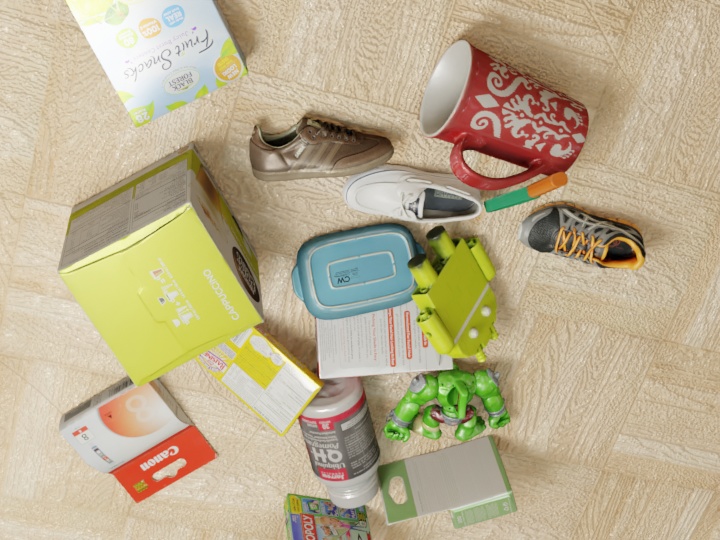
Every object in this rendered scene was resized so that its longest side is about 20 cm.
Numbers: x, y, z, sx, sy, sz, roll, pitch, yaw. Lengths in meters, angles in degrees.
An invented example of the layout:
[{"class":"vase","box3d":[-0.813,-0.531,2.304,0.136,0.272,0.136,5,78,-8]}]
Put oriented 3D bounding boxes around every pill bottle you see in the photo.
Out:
[{"class":"pill bottle","box3d":[-0.030,0.257,1.821,0.109,0.111,0.202,-14,118,0]}]

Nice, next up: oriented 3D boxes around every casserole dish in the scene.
[{"class":"casserole dish","box3d":[0.000,0.000,1.702,0.197,0.039,0.123,-11,88,-5]}]

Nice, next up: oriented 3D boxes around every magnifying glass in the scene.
[{"class":"magnifying glass","box3d":[0.228,-0.107,1.633,0.078,0.200,0.023,-15,90,-17]}]

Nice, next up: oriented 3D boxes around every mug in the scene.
[{"class":"mug","box3d":[0.189,-0.188,1.608,0.198,0.133,0.180,18,90,-21]}]

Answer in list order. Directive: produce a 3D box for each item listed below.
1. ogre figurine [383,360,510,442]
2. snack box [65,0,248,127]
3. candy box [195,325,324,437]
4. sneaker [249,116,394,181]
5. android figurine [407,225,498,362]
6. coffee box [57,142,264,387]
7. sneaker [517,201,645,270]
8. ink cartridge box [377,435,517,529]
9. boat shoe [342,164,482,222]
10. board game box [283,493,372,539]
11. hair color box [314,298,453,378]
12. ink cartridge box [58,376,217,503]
[{"class":"ogre figurine","box3d":[0.141,0.202,1.827,0.197,0.099,0.121,9,128,0]},{"class":"snack box","box3d":[-0.258,-0.310,1.522,0.167,0.068,0.202,-25,119,5]},{"class":"candy box","box3d":[-0.156,0.138,1.740,0.199,0.026,0.103,41,110,6]},{"class":"sneaker","box3d":[-0.053,-0.170,1.621,0.197,0.071,0.077,-9,117,-4]},{"class":"android figurine","box3d":[0.139,0.041,1.716,0.041,0.183,0.201,-7,125,42]},{"class":"coffee box","box3d":[-0.261,-0.009,1.602,0.198,0.198,0.201,-26,118,6]},{"class":"sneaker","box3d":[0.325,-0.045,1.735,0.197,0.078,0.079,5,118,-9]},{"class":"ink cartridge box","box3d":[0.131,0.339,1.866,0.197,0.146,0.048,-17,120,1]},{"class":"boat shoe","box3d":[0.075,-0.103,1.675,0.197,0.066,0.075,-2,118,-7]},{"class":"board game box","box3d":[-0.046,0.425,1.854,0.133,0.201,0.029,12,114,-14]},{"class":"hair color box","box3d":[0.032,0.094,1.753,0.197,0.064,0.113,-3,91,-5]},{"class":"ink cartridge box","box3d":[-0.335,0.263,1.817,0.161,0.050,0.201,-30,114,8]}]
